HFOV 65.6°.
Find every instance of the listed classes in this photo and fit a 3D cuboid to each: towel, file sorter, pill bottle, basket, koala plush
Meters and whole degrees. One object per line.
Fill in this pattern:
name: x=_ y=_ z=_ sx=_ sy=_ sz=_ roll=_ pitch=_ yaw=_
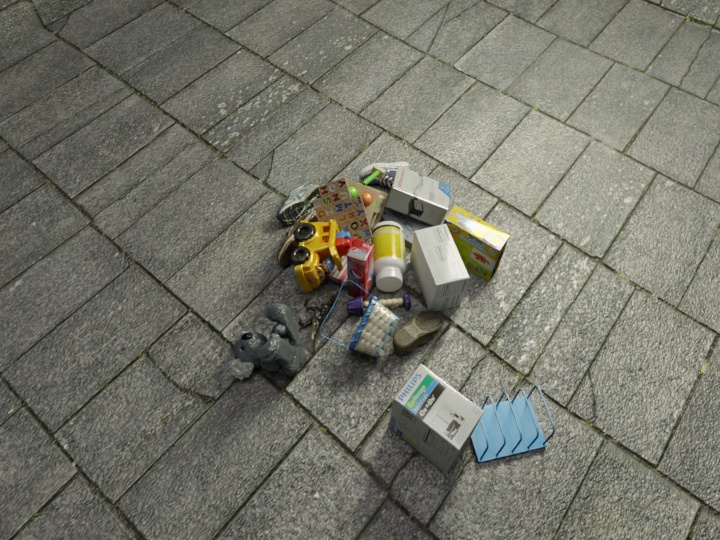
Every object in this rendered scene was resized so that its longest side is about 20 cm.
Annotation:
towel: x=-0.093 y=-0.039 z=1.797 sx=0.195 sy=0.030 sz=0.148 roll=22 pitch=57 yaw=21
file sorter: x=0.390 y=0.399 z=1.471 sx=0.193 sy=0.124 sz=0.142 roll=-10 pitch=57 yaw=-8
pill bottle: x=0.087 y=-0.043 z=1.761 sx=0.108 sy=0.114 sz=0.205 roll=0 pitch=56 yaw=0
basket: x=-0.001 y=0.151 z=1.604 sx=0.197 sy=0.139 sz=0.180 roll=31 pitch=87 yaw=-4
koala plush: x=-0.274 y=0.223 z=1.578 sx=0.194 sy=0.186 sz=0.181 roll=-12 pitch=45 yaw=16

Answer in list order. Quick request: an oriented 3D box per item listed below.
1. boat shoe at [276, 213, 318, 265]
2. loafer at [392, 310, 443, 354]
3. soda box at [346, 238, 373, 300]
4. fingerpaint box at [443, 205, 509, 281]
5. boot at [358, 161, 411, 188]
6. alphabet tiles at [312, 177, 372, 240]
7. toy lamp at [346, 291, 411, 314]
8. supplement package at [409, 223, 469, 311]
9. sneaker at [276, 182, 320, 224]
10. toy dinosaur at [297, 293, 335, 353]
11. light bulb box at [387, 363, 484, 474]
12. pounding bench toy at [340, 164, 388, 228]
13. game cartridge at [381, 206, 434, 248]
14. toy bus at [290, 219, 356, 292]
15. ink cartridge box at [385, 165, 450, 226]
boat shoe: x=-0.216 y=-0.102 z=1.833 sx=0.073 sy=0.076 sz=0.204 roll=15 pitch=55 yaw=38
loafer: x=0.163 y=0.182 z=1.647 sx=0.196 sy=0.068 sz=0.077 roll=-23 pitch=62 yaw=-33
soda box: x=0.000 y=0.000 z=1.679 sx=0.062 sy=0.203 sz=0.071 roll=20 pitch=56 yaw=14
fingerpaint box: x=0.352 y=-0.085 z=1.760 sx=0.197 sy=0.169 sz=0.074 roll=32 pitch=61 yaw=20
boot: x=0.096 y=-0.327 z=1.970 sx=0.194 sy=0.074 sz=0.092 roll=-13 pitch=51 yaw=-10
alphabet tiles: x=-0.062 y=-0.179 z=1.758 sx=0.163 sy=0.008 sz=0.206 roll=-16 pitch=94 yaw=21
toy lamp: x=0.055 y=0.101 z=1.701 sx=0.193 sy=0.059 sz=0.060 roll=-6 pitch=56 yaw=-3
supplement package: x=0.237 y=-0.006 z=1.713 sx=0.107 sy=0.158 sz=0.204 roll=-11 pitch=57 yaw=-9
sneaker: x=-0.222 y=-0.231 z=1.916 sx=0.085 sy=0.079 sz=0.199 roll=28 pitch=53 yaw=30
toy dinosaur: x=-0.139 y=0.140 z=1.682 sx=0.086 sy=0.048 sz=0.204 roll=20 pitch=62 yaw=4
light bulb box: x=0.187 y=0.382 z=1.434 sx=0.198 sy=0.201 sz=0.125 roll=35 pitch=60 yaw=19
pounding bench toy: x=0.013 y=-0.249 z=1.814 sx=0.121 sy=0.156 sz=0.206 roll=21 pitch=99 yaw=13
game cartridge: x=0.152 y=-0.167 z=1.891 sx=0.131 sy=0.041 sz=0.201 roll=-29 pitch=62 yaw=-22
toy bus: x=-0.102 y=-0.050 z=1.686 sx=0.185 sy=0.137 sz=0.205 roll=-5 pitch=52 yaw=12
ink cartridge box: x=0.194 y=-0.248 z=1.871 sx=0.195 sy=0.085 sz=0.147 roll=21 pitch=42 yaw=-3
